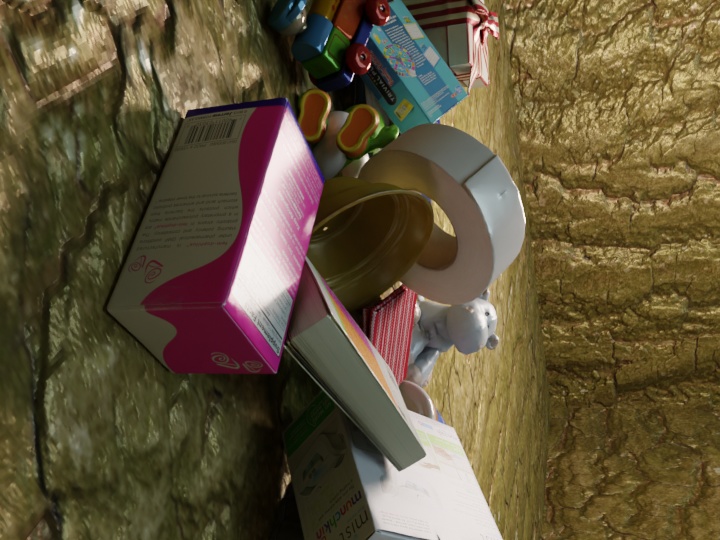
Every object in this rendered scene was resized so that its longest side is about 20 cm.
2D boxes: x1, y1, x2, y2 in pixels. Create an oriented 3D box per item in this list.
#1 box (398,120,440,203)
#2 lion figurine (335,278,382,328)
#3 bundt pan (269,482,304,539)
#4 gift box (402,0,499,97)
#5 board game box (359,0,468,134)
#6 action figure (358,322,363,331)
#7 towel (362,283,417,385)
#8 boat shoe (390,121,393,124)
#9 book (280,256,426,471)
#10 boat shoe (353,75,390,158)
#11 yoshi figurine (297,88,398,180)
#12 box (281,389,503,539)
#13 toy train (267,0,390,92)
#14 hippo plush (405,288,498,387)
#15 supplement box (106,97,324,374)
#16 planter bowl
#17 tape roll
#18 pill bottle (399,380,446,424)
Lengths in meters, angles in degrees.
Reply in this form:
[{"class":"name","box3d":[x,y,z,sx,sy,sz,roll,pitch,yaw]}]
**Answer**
[{"class":"box","box3d":[0.085,-0.195,1.038,0.121,0.032,0.203,45,37,-47]},{"class":"lion figurine","box3d":[0.000,0.000,0.945,0.123,0.071,0.202,54,23,-41]},{"class":"bundt pan","box3d":[-0.027,0.324,0.791,0.201,0.074,0.207,-4,90,-71]},{"class":"gift box","box3d":[0.123,-0.367,1.146,0.184,0.183,0.205,-18,103,-69]},{"class":"board game box","box3d":[0.048,-0.286,0.968,0.201,0.047,0.151,53,37,-5]},{"class":"action figure","box3d":[-0.017,0.101,0.858,0.200,0.064,0.053,42,26,-72]},{"class":"towel","box3d":[0.032,0.094,0.880,0.200,0.022,0.148,-28,126,-70]},{"class":"boat shoe","box3d":[0.059,-0.214,1.113,0.076,0.073,0.204,-81,157,-44]},{"class":"book","box3d":[-0.010,0.078,0.675,0.201,0.048,0.134,55,7,-34]},{"class":"boat shoe","box3d":[0.009,-0.190,0.979,0.074,0.061,0.204,-2,81,-62]},{"class":"yoshi figurine","box3d":[-0.014,-0.168,0.852,0.200,0.110,0.114,36,31,-85]},{"class":"box","box3d":[0.036,0.232,0.738,0.198,0.097,0.178,27,26,-36]},{"class":"toy train","box3d":[-0.027,-0.319,0.826,0.115,0.084,0.203,36,65,-37]},{"class":"hippo plush","box3d":[0.142,0.111,1.165,0.199,0.158,0.163,-12,98,-69]},{"class":"supplement box","box3d":[-0.107,-0.028,0.584,0.104,0.099,0.203,64,31,-49]},{"class":"planter bowl","box3d":[-0.024,-0.039,0.779,0.084,0.199,0.200,55,5,28]},{"class":"tape roll","box3d":[0.089,-0.063,0.832,0.071,0.200,0.205,-38,127,-33]},{"class":"pill bottle","box3d":[0.076,0.247,1.033,0.201,0.110,0.114,59,34,-53]}]
